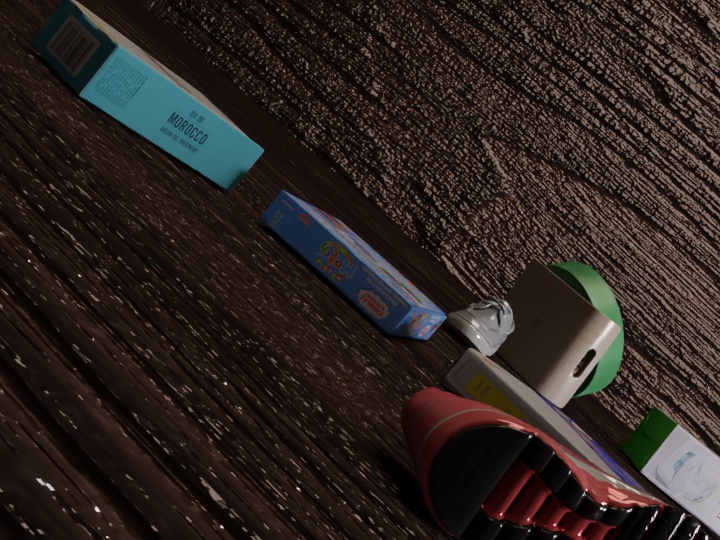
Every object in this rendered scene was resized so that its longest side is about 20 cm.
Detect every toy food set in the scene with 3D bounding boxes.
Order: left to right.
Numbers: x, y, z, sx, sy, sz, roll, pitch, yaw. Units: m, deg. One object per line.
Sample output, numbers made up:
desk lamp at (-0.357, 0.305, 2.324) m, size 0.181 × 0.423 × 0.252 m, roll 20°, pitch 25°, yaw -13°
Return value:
toy food set at (0.272, 0.087, 1.773) m, size 0.060 × 0.144 × 0.200 m, roll 29°, pitch 10°, yaw -40°

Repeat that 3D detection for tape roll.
tape roll at (0.314, 0.089, 1.839) m, size 0.048 × 0.202 × 0.200 m, roll -7°, pitch 32°, yaw -29°

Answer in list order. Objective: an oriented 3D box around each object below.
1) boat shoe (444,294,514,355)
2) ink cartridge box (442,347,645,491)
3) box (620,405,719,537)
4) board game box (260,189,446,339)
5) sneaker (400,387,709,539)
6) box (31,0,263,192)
boat shoe at (0.158, 0.063, 1.552) m, size 0.070 × 0.072 × 0.201 m, roll 41°, pitch 5°, yaw 13°
ink cartridge box at (0.183, 0.164, 0.997) m, size 0.197 × 0.047 × 0.200 m, roll 37°, pitch 7°, yaw -46°
box at (0.510, 0.314, 1.885) m, size 0.176 × 0.097 × 0.200 m, roll 38°, pitch 4°, yaw 3°
board game box at (0.000, 0.000, 1.101) m, size 0.151 × 0.037 × 0.200 m, roll 42°, pitch 5°, yaw 12°
sneaker at (0.099, 0.114, 0.604) m, size 0.200 × 0.074 × 0.087 m, roll 38°, pitch 4°, yaw -26°
box at (-0.166, -0.137, 0.977) m, size 0.082 × 0.049 × 0.200 m, roll 44°, pitch 6°, yaw 34°
